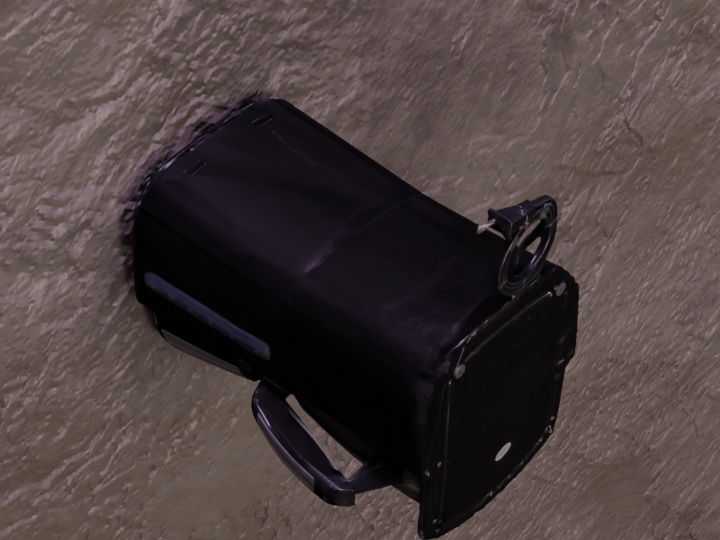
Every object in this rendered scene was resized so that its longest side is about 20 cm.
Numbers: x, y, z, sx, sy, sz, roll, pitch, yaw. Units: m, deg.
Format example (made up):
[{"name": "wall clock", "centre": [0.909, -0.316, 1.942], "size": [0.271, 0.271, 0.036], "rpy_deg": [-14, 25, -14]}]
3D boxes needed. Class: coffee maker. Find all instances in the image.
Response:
[{"name": "coffee maker", "centre": [0.000, 0.000, 1.184], "size": [0.135, 0.200, 0.192], "rpy_deg": [-18, 134, -52]}]
